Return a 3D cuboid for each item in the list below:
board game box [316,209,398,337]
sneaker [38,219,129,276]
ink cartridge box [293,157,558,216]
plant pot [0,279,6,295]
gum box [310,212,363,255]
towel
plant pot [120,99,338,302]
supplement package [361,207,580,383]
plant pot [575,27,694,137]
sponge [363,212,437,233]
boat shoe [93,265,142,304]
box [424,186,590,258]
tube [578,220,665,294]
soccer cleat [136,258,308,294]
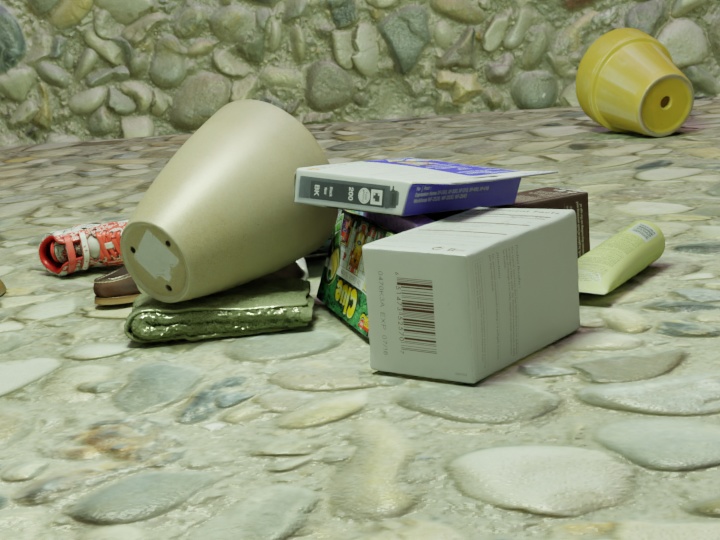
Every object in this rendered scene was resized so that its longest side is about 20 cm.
[{"bbox_3d":[0.000,0.000,1.433,0.023,0.106,0.200,10,6,-18],"label":"board game box"},{"bbox_3d":[-0.326,-0.028,1.794,0.200,0.068,0.108,0,13,37],"label":"sneaker"},{"bbox_3d":[0.069,-0.085,1.420,0.199,0.044,0.197,8,11,40],"label":"ink cartridge box"},{"bbox_3d":[-0.543,0.024,1.723,0.198,0.028,0.200,-5,12,1],"label":"plant pot"},{"bbox_3d":[-0.058,-0.052,1.725,0.198,0.045,0.170,-7,-8,-13],"label":"gum box"},{"bbox_3d":[-0.148,0.039,1.473,0.198,0.037,0.148,-6,11,-4],"label":"towel"},{"bbox_3d":[-0.154,-0.055,1.459,0.186,0.189,0.200,4,29,36],"label":"plant pot"},{"bbox_3d":[0.106,0.017,1.277,0.116,0.118,0.199,4,14,37],"label":"supplement package"},{"bbox_3d":[0.554,-0.355,2.731,0.199,0.203,0.189,-9,28,-20],"label":"plant pot"},{"bbox_3d":[0.043,-0.007,1.429,0.030,0.113,0.200,-5,12,-14],"label":"sponge"},{"bbox_3d":[-0.235,-0.009,1.655,0.070,0.071,0.199,8,19,44],"label":"boat shoe"},{"bbox_3d":[0.155,-0.026,1.509,0.199,0.101,0.075,-12,13,-34],"label":"box"},{"bbox_3d":[0.270,-0.006,1.505,0.058,0.052,0.199,-45,-11,36],"label":"tube"},{"bbox_3d":[-0.156,0.001,1.587,0.198,0.070,0.078,-6,14,-19],"label":"soccer cleat"}]
